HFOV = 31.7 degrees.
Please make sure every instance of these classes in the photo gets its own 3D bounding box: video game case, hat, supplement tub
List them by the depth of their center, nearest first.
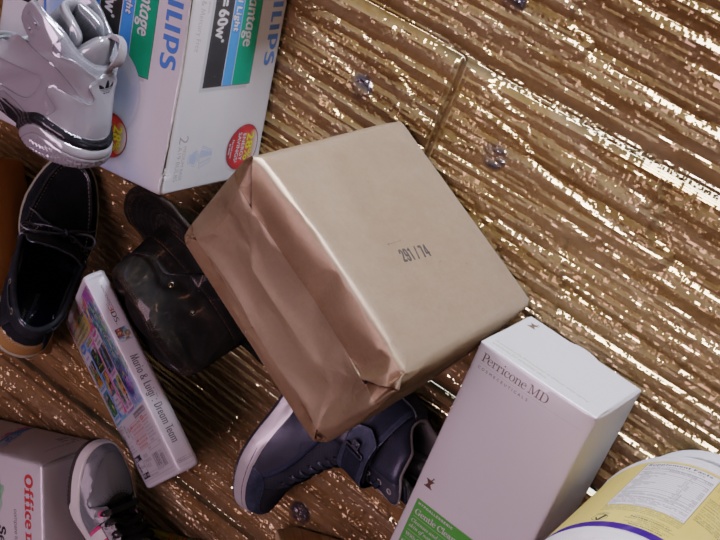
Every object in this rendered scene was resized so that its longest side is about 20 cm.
[{"bbox_3d":[0.200,0.210,0.851,0.145,0.200,0.145,8,106,31],"label":"supplement tub"},{"bbox_3d":[-0.149,0.031,1.046,0.201,0.081,0.201,39,157,19],"label":"hat"},{"bbox_3d":[-0.210,0.104,1.137,0.182,0.024,0.200,63,159,4],"label":"video game case"}]

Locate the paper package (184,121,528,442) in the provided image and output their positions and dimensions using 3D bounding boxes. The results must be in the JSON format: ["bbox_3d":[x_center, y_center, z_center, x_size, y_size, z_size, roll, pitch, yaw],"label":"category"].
[{"bbox_3d":[0.000,0.000,0.929,0.103,0.200,0.191,-39,80,34],"label":"paper package"}]

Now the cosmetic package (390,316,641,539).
[{"bbox_3d":[0.115,0.150,0.963,0.108,0.085,0.200,33,119,25],"label":"cosmetic package"}]

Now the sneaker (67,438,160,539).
[{"bbox_3d":[-0.206,0.259,1.183,0.121,0.084,0.200,3,107,38],"label":"sneaker"}]

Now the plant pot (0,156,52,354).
[{"bbox_3d":[-0.389,-0.017,1.199,0.200,0.200,0.183,1,87,33],"label":"plant pot"}]

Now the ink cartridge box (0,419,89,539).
[{"bbox_3d":[-0.356,0.237,1.284,0.200,0.084,0.145,7,101,34],"label":"ink cartridge box"}]

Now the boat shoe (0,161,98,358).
[{"bbox_3d":[-0.276,-0.019,1.135,0.062,0.075,0.200,-33,39,53],"label":"boat shoe"}]

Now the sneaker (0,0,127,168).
[{"bbox_3d":[-0.263,-0.173,0.985,0.200,0.075,0.115,33,118,17],"label":"sneaker"}]

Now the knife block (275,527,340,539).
[{"bbox_3d":[-0.030,0.290,1.037,0.200,0.176,0.064,10,106,31],"label":"knife block"}]

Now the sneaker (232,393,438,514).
[{"bbox_3d":[-0.017,0.166,1.057,0.146,0.077,0.202,43,120,20],"label":"sneaker"}]

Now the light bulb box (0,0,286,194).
[{"bbox_3d":[-0.183,-0.192,1.046,0.200,0.125,0.198,24,114,27],"label":"light bulb box"}]

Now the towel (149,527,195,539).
[{"bbox_3d":[-0.203,0.293,1.250,0.200,0.018,0.086,8,101,32],"label":"towel"}]
